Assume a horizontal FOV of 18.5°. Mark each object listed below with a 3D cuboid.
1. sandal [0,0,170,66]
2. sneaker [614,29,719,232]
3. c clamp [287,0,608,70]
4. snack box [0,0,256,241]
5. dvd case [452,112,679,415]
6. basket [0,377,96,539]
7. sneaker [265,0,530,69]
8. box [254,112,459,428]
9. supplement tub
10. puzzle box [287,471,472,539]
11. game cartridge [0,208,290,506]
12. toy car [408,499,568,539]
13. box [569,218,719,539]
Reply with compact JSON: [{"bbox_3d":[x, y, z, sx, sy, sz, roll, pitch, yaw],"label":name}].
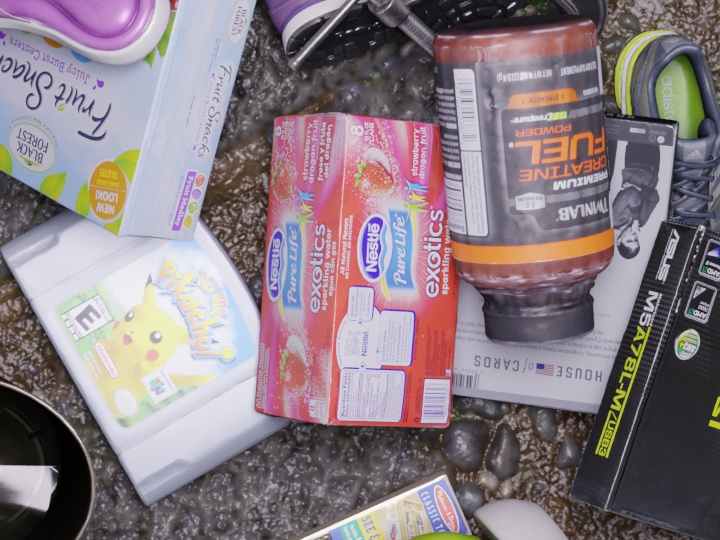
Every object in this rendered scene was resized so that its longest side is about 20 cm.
[{"bbox_3d":[-0.201,-0.181,1.309,0.202,0.050,0.083,18,80,24],"label":"sandal"},{"bbox_3d":[0.212,-0.065,1.487,0.074,0.081,0.201,-11,91,-5],"label":"sneaker"},{"bbox_3d":[0.068,-0.161,1.453,0.171,0.027,0.200,-48,135,13],"label":"c clamp"},{"bbox_3d":[-0.166,-0.129,1.386,0.068,0.200,0.169,4,108,-44],"label":"snack box"},{"bbox_3d":[0.126,-0.008,1.469,0.150,0.025,0.201,7,104,11],"label":"dvd case"},{"bbox_3d":[-0.251,0.125,1.388,0.180,0.200,0.137,2,91,-4],"label":"basket"},{"bbox_3d":[0.030,-0.206,1.476,0.199,0.076,0.088,-15,63,-19],"label":"sneaker"},{"bbox_3d":[0.000,0.000,1.447,0.099,0.095,0.201,3,90,-34],"label":"box"},{"bbox_3d":[0.105,-0.057,1.396,0.107,0.107,0.201,-7,101,-5],"label":"supplement tub"},{"bbox_3d":[0.037,0.253,1.502,0.133,0.025,0.201,-24,92,-5],"label":"puzzle box"},{"bbox_3d":[-0.136,0.039,1.481,0.133,0.040,0.200,-30,93,-8],"label":"game cartridge"},{"bbox_3d":[0.092,0.257,1.419,0.175,0.150,0.200,-39,93,-4],"label":"toy car"},{"bbox_3d":[0.251,0.086,1.468,0.200,0.047,0.194,20,86,-33],"label":"box"}]
